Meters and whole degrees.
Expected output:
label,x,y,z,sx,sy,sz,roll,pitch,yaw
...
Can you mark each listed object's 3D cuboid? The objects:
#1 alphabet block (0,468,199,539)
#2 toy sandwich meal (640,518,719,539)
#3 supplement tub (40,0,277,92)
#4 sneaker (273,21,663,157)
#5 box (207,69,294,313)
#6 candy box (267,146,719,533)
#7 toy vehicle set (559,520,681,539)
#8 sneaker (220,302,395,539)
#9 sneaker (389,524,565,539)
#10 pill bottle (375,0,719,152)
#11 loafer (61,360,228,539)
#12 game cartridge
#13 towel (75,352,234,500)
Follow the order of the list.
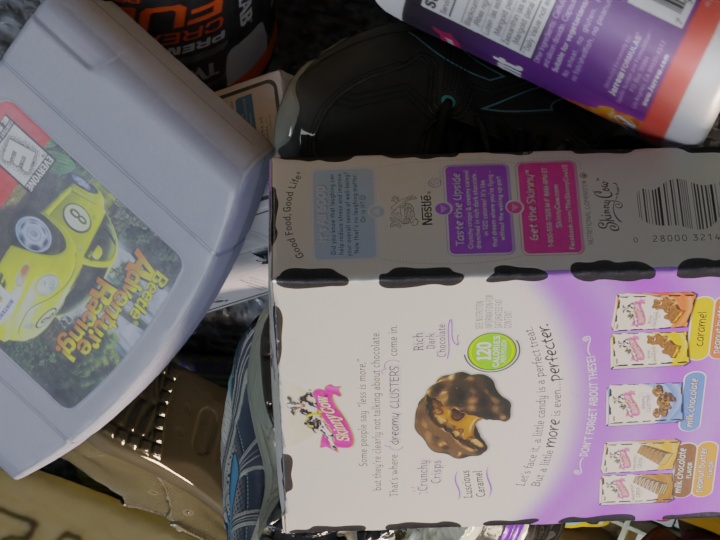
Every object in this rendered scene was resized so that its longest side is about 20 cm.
label,x,y,z,sx,sy,sz,roll,pitch,yaw
alphabet block,-0.162,0.247,1.609,0.200,0.196,0.195,19,144,11
toy sandwich meal,0.207,0.161,1.351,0.205,0.070,0.205,48,165,17
supplement tub,-0.090,-0.134,1.297,0.107,0.107,0.200,17,146,14
sneaker,0.059,-0.057,1.247,0.079,0.200,0.075,40,123,50
box,-0.087,-0.022,1.332,0.200,0.060,0.117,-18,161,28
candy box,0.062,0.030,1.224,0.200,0.072,0.168,-1,139,-1
toy vehicle set,0.162,0.139,1.475,0.200,0.027,0.124,23,136,8
sneaker,-0.029,0.112,1.380,0.078,0.200,0.086,7,169,-21
sneaker,0.028,0.085,1.437,0.200,0.099,0.070,43,114,47
pill bottle,0.071,-0.138,1.212,0.200,0.111,0.111,27,136,5
loafer,-0.080,0.095,1.491,0.200,0.076,0.067,37,151,-28
game cartridge,-0.129,-0.009,1.264,0.133,0.041,0.200,40,117,3
towel,-0.076,0.095,1.568,0.200,0.023,0.144,3,129,26
